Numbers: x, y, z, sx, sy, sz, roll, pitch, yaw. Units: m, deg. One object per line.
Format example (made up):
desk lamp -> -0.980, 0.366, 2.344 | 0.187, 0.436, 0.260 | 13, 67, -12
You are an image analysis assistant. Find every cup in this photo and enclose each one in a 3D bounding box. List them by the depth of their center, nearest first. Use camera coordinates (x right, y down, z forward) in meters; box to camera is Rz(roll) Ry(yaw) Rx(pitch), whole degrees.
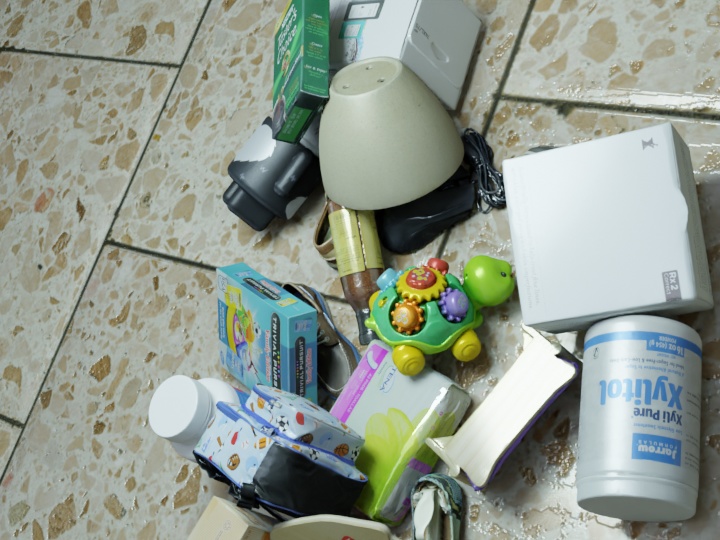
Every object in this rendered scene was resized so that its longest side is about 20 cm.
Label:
cup -> 0.025, -0.196, 1.563 | 0.199, 0.144, 0.201 | -13, 35, 10

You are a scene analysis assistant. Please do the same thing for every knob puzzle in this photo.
knob puzzle -> -0.012, 0.339, 1.362 | 0.218, 0.220, 0.031 | -13, 32, 29

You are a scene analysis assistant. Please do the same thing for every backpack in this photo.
backpack -> -0.103, 0.222, 1.428 | 0.190, 0.200, 0.155 | 13, 72, 44

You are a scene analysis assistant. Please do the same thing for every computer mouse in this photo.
computer mouse -> 0.097, -0.103, 1.610 | 0.199, 0.053, 0.139 | -35, 53, 17

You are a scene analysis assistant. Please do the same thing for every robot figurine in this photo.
robot figurine -> -0.118, -0.159, 1.741 | 0.150, 0.125, 0.200 | 42, 95, 27

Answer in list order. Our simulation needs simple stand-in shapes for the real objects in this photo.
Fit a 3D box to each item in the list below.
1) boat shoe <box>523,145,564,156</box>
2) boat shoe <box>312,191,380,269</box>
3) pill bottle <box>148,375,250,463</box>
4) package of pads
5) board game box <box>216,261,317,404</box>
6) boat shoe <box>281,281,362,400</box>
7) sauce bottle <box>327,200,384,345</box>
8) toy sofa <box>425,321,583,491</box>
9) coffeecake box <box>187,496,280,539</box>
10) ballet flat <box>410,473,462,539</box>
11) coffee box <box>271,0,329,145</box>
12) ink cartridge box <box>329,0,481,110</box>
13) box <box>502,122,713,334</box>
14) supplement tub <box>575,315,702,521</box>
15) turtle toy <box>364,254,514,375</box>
boat shoe -> 0.298, -0.117, 1.476 | 0.199, 0.067, 0.057 | 30, 67, 35
boat shoe -> -0.011, -0.104, 1.673 | 0.075, 0.074, 0.201 | 8, 73, 37
pill bottle -> -0.184, 0.208, 1.560 | 0.112, 0.200, 0.113 | -15, 60, 28
package of pads -> 0.033, 0.206, 1.496 | 0.154, 0.068, 0.201 | 27, 86, 41
board game box -> -0.130, 0.093, 1.603 | 0.200, 0.047, 0.152 | 29, 126, 51
boat shoe -> -0.063, 0.096, 1.613 | 0.072, 0.072, 0.200 | -42, 51, 10
sauce bottle -> 0.000, 0.000, 1.593 | 0.066, 0.066, 0.202 | -13, 80, 29
toy sofa -> 0.182, 0.171, 1.400 | 0.200, 0.083, 0.098 | -51, 53, 3
coffeecake box -> -0.138, 0.381, 1.444 | 0.073, 0.200, 0.154 | 29, 86, 40
ballet flat -> 0.083, 0.339, 1.397 | 0.074, 0.074, 0.202 | -15, 61, 29
coffee box -> -0.082, -0.286, 1.601 | 0.123, 0.044, 0.202 | 132, 144, -55
ink cartridge box -> 0.042, -0.324, 1.686 | 0.199, 0.146, 0.147 | 6, 71, 41
box -> 0.284, -0.042, 1.347 | 0.198, 0.131, 0.201 | -10, 78, 23
supplement tub -> 0.305, 0.162, 1.286 | 0.131, 0.132, 0.202 | -7, 64, 32
turtle toy -> 0.100, 0.039, 1.488 | 0.198, 0.102, 0.146 | -14, 39, -10
